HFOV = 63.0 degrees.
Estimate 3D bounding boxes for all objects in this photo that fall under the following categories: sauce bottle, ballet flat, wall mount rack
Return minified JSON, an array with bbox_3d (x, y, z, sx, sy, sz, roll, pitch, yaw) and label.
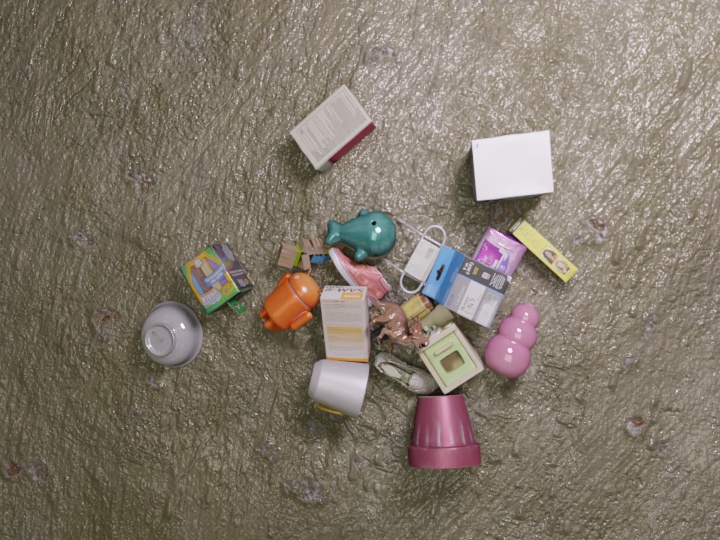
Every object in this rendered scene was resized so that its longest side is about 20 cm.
[{"bbox_3d":[0.115,0.135,1.637,0.198,0.066,0.067,-35,89,14],"label":"sauce bottle"},{"bbox_3d":[0.124,0.298,1.651,0.197,0.072,0.073,25,98,6],"label":"ballet flat"},{"bbox_3d":[0.147,-0.046,1.617,0.171,0.075,0.203,29,99,2],"label":"wall mount rack"}]

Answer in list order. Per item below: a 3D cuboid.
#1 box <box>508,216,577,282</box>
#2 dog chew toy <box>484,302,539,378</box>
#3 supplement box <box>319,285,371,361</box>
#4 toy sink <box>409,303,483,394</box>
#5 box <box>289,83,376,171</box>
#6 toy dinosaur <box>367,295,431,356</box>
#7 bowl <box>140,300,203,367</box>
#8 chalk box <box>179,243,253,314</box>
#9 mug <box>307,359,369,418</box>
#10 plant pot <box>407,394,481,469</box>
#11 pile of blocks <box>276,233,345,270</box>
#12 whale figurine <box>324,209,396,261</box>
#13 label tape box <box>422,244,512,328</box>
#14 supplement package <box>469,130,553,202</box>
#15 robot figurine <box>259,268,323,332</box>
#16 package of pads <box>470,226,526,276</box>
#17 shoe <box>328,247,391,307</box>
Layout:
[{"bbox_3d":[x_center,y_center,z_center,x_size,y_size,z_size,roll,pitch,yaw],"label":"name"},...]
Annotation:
[{"bbox_3d":[0.481,-0.058,1.556,0.199,0.075,0.050,42,102,3],"label":"box"},{"bbox_3d":[0.414,0.182,1.568,0.123,0.125,0.203,25,90,6],"label":"dog chew toy"},{"bbox_3d":[-0.038,0.148,1.629,0.123,0.074,0.204,1,117,10],"label":"supplement box"},{"bbox_3d":[0.228,0.208,1.601,0.129,0.112,0.202,-33,88,10],"label":"toy sink"},{"bbox_3d":[-0.072,-0.384,1.603,0.199,0.109,0.129,-38,88,11],"label":"box"},{"bbox_3d":[0.100,0.139,1.571,0.134,0.086,0.202,-32,75,9],"label":"toy dinosaur"},{"bbox_3d":[-0.577,0.198,1.749,0.196,0.090,0.206,1,95,9],"label":"bowl"},{"bbox_3d":[-0.401,0.042,1.689,0.122,0.124,0.202,-31,88,10],"label":"chalk box"},{"bbox_3d":[-0.070,0.334,1.631,0.150,0.150,0.191,14,102,-4],"label":"mug"},{"bbox_3d":[0.222,0.432,1.591,0.195,0.200,0.183,-4,79,10],"label":"plant pot"},{"bbox_3d":[-0.144,-0.056,1.663,0.195,0.062,0.084,-10,120,-12],"label":"pile of blocks"},{"bbox_3d":[0.001,-0.105,1.597,0.195,0.104,0.162,7,64,4],"label":"whale figurine"},{"bbox_3d":[0.273,0.041,1.529,0.197,0.063,0.147,25,98,9],"label":"label tape box"},{"bbox_3d":[0.377,-0.256,1.492,0.187,0.200,0.151,-5,94,10],"label":"supplement package"},{"bbox_3d":[-0.195,0.086,1.662,0.199,0.144,0.117,-40,109,11],"label":"robot figurine"},{"bbox_3d":[0.347,-0.004,1.581,0.119,0.076,0.203,28,99,5],"label":"package of pads"},{"bbox_3d":[0.000,0.000,1.639,0.090,0.072,0.201,-36,101,7],"label":"shoe"}]
